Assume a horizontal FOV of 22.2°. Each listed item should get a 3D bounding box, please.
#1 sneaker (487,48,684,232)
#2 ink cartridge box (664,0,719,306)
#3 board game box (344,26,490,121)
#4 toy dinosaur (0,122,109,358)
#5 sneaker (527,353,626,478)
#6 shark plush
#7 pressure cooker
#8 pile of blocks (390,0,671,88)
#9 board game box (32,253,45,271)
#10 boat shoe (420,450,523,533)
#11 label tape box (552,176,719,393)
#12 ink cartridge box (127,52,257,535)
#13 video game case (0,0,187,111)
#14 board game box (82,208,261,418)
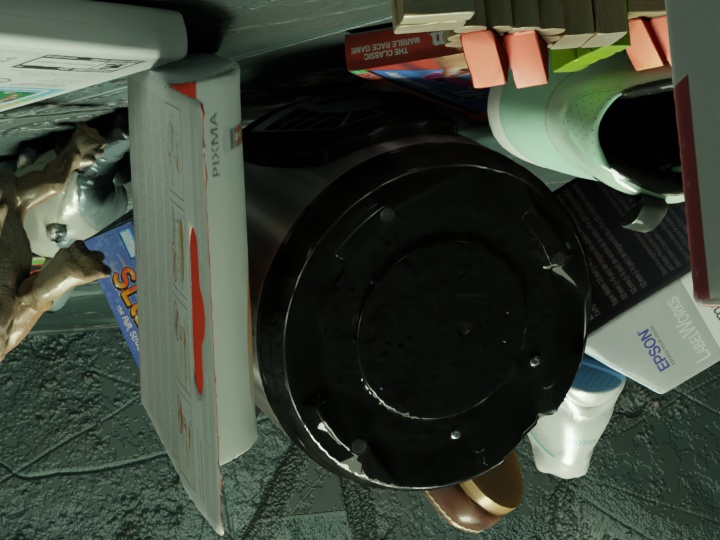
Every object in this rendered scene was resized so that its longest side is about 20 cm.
[{"bbox_3d":[0.163,-0.051,0.739,0.200,0.074,0.118,1,-167,-16],"label":"sneaker"},{"bbox_3d":[0.217,-0.065,0.635,0.144,0.146,0.200,-9,174,38],"label":"ink cartridge box"},{"bbox_3d":[0.077,-0.097,0.877,0.103,0.019,0.200,-8,175,21],"label":"board game box"},{"bbox_3d":[-0.191,0.001,0.888,0.086,0.200,0.136,25,120,-30],"label":"toy dinosaur"},{"bbox_3d":[0.091,0.045,1.067,0.070,0.080,0.200,1,-151,-14],"label":"sneaker"},{"bbox_3d":[-0.155,-0.059,1.033,0.083,0.091,0.200,-25,162,-23],"label":"shark plush"},{"bbox_3d":[-0.001,0.003,0.926,0.176,0.179,0.200,38,179,-26],"label":"pressure cooker"},{"bbox_3d":[0.054,-0.091,0.640,0.200,0.062,0.082,-1,174,-42],"label":"pile of blocks"},{"bbox_3d":[-0.292,-0.021,1.155,0.200,0.057,0.165,-3,174,-28],"label":"board game box"},{"bbox_3d":[0.031,0.077,1.042,0.070,0.200,0.070,-43,129,19],"label":"boat shoe"},{"bbox_3d":[0.158,-0.005,1.000,0.200,0.066,0.143,-33,-152,6],"label":"label tape box"},{"bbox_3d":[-0.058,-0.002,0.739,0.050,0.163,0.200,-5,-169,-16],"label":"ink cartridge box"},{"bbox_3d":[-0.200,-0.081,0.706,0.182,0.024,0.200,-9,176,40],"label":"video game case"},{"bbox_3d":[-0.091,0.018,1.063,0.034,0.136,0.200,-22,-171,13],"label":"board game box"}]
